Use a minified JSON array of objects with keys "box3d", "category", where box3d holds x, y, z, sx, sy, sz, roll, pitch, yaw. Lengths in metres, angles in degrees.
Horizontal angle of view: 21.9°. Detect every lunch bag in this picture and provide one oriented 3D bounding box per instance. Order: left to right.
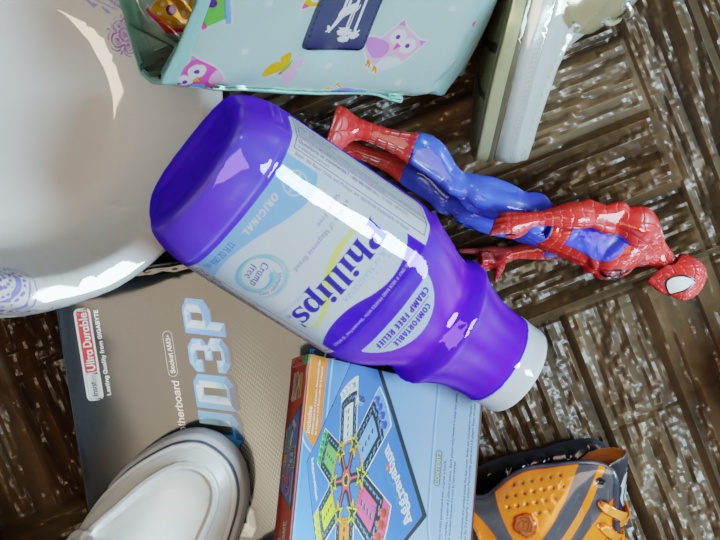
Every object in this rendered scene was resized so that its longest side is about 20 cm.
[{"box3d":[-0.021,-0.178,0.862,0.170,0.122,0.200,-3,99,-35],"category":"lunch bag"}]

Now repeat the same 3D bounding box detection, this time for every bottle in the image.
[{"box3d":[0.000,0.000,0.872,0.200,0.065,0.084,34,108,-24],"category":"bottle"}]

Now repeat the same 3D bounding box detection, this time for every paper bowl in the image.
[{"box3d":[-0.175,-0.076,0.891,0.201,0.104,0.201,3,83,-25],"category":"paper bowl"}]

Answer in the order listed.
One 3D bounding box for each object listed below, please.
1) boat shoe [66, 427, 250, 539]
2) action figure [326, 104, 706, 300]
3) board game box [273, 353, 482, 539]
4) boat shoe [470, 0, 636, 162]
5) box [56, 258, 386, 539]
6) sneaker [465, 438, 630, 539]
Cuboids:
[{"box3d":[-0.125,0.164,0.901,0.074,0.065,0.200,35,97,1],"category":"boat shoe"},{"box3d":[0.076,-0.025,0.918,0.200,0.065,0.052,16,70,-2],"category":"action figure"},{"box3d":[0.005,0.147,0.883,0.103,0.019,0.200,15,71,-30],"category":"board game box"},{"box3d":[0.104,-0.144,0.904,0.068,0.075,0.200,12,105,-8],"category":"boat shoe"},{"box3d":[-0.062,0.089,0.947,0.159,0.046,0.200,-7,94,4],"category":"box"},{"box3d":[0.135,0.149,0.923,0.200,0.078,0.112,16,96,2],"category":"sneaker"}]
